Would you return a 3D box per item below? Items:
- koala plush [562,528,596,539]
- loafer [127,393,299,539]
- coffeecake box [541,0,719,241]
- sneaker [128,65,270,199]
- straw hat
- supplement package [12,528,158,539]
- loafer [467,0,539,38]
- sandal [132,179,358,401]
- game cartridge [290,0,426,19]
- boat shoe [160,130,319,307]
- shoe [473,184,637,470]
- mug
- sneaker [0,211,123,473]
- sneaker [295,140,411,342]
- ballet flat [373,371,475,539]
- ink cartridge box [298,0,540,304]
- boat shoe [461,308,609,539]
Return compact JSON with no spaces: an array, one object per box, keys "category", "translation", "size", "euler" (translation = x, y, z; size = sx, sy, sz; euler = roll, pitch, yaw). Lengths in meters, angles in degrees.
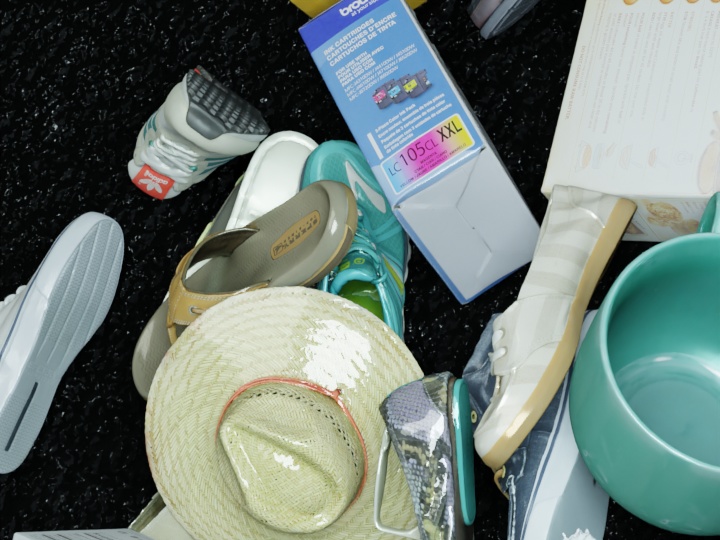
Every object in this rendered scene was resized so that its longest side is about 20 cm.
[{"category":"koala plush","translation":[0.146,0.241,1.125],"size":[0.182,0.200,0.179],"euler":[-5,63,28]},{"category":"loafer","translation":[-0.095,0.120,1.398],"size":[0.201,0.068,0.076],"euler":[-65,16,-11]},{"category":"coffeecake box","translation":[0.229,-0.100,1.338],"size":[0.199,0.073,0.155],"euler":[3,67,31]},{"category":"sneaker","translation":[-0.118,-0.085,1.489],"size":[0.094,0.070,0.200],"euler":[-53,8,5]},{"category":"straw hat","translation":[-0.043,0.114,1.307],"size":[0.199,0.085,0.203],"euler":[1,100,7]},{"category":"supplement package","translation":[-0.140,0.275,1.293],"size":[0.155,0.111,0.202],"euler":[16,96,35]},{"category":"loafer","translation":[0.125,-0.238,1.426],"size":[0.063,0.072,0.200],"euler":[47,133,7]},{"category":"sandal","translation":[-0.085,0.007,1.383],"size":[0.200,0.054,0.081],"euler":[-41,47,24]},{"category":"game cartridge","translation":[0.047,-0.231,1.455],"size":[0.199,0.176,0.033],"euler":[-37,76,9]},{"category":"boat shoe","translation":[-0.083,0.001,1.477],"size":[0.072,0.060,0.203],"euler":[28,82,-2]},{"category":"shoe","translation":[0.104,0.029,1.267],"size":[0.053,0.070,0.201],"euler":[27,58,2]},{"category":"mug","translation":[0.205,0.063,1.231],"size":[0.152,0.115,0.185],"euler":[42,61,15]},{"category":"sneaker","translation":[-0.241,0.043,1.538],"size":[0.070,0.073,0.201],"euler":[21,77,33]},{"category":"sneaker","translation":[0.000,0.000,1.404],"size":[0.077,0.080,0.202],"euler":[-7,65,-4]},{"category":"ballet flat","translation":[0.044,0.164,1.277],"size":[0.071,0.072,0.202],"euler":[-10,87,25]},{"category":"ink cartridge box","translation":[0.036,-0.097,1.409],"size":[0.076,0.137,0.201],"euler":[-29,53,7]},{"category":"boat shoe","translation":[0.102,0.116,1.306],"size":[0.090,0.071,0.202],"euler":[0,58,31]}]
